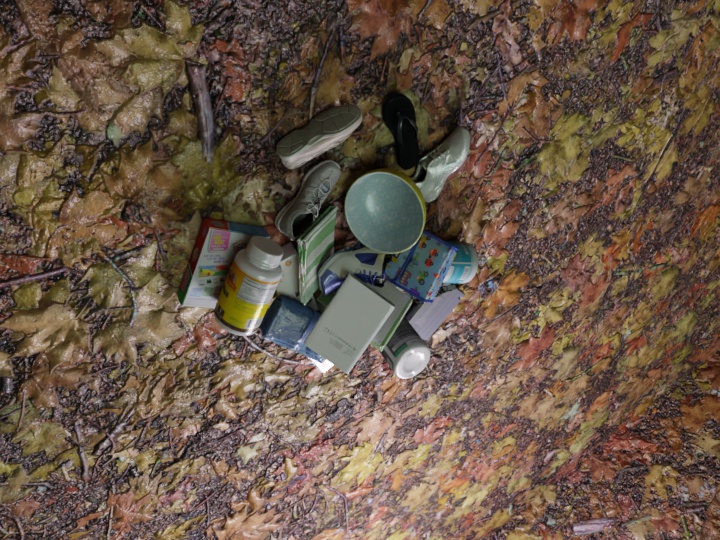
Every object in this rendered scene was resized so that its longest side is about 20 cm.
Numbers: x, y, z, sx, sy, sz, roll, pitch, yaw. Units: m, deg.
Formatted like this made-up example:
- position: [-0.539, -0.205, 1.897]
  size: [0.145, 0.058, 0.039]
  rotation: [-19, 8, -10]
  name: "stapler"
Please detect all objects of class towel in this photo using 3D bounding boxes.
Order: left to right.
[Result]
- position: [-0.139, 0.142, 1.623]
  size: [0.197, 0.049, 0.113]
  rotation: [29, 99, -30]
  name: "towel"
- position: [-0.097, -0.036, 1.564]
  size: [0.153, 0.023, 0.203]
  rotation: [-51, 155, -40]
  name: "towel"

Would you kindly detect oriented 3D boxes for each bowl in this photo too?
- position: [0.070, -0.154, 1.574]
  size: [0.108, 0.195, 0.204]
  rotation: [-54, 159, -53]
  name: "bowl"

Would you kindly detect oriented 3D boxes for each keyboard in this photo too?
- position: [0.162, 0.073, 1.818]
  size: [0.194, 0.104, 0.041]
  rotation: [-11, 87, -13]
  name: "keyboard"

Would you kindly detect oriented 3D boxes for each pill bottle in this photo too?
- position: [-0.238, 0.032, 1.464]
  size: [0.107, 0.110, 0.203]
  rotation: [9, 118, -38]
  name: "pill bottle"
- position: [0.092, 0.180, 1.801]
  size: [0.111, 0.201, 0.115]
  rotation: [-18, 133, -20]
  name: "pill bottle"
- position: [0.209, -0.024, 1.787]
  size: [0.196, 0.111, 0.113]
  rotation: [2, 123, -35]
  name: "pill bottle"

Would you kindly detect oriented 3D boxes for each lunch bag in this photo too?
- position: [0.120, -0.035, 1.673]
  size: [0.153, 0.197, 0.094]
  rotation: [-63, 163, 6]
  name: "lunch bag"

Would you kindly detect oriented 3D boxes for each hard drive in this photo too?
- position: [-0.027, 0.126, 1.584]
  size: [0.130, 0.027, 0.202]
  rotation: [34, 104, -6]
  name: "hard drive"

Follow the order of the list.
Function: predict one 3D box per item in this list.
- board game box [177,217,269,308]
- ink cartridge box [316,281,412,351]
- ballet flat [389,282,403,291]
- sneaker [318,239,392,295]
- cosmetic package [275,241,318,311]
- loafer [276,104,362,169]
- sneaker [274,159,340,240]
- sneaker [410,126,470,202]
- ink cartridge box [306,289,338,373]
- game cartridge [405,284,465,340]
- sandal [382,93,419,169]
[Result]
- position: [-0.303, -0.009, 1.496]
  size: [0.150, 0.040, 0.203]
  rotation: [7, 119, -38]
  name: "board game box"
- position: [0.010, 0.079, 1.654]
  size: [0.147, 0.198, 0.048]
  rotation: [-54, 171, -20]
  name: "ink cartridge box"
- position: [0.067, 0.026, 1.760]
  size: [0.196, 0.067, 0.069]
  rotation: [0, 124, -34]
  name: "ballet flat"
- position: [0.001, 0.000, 1.602]
  size: [0.198, 0.115, 0.081]
  rotation: [-36, 151, -18]
  name: "sneaker"
- position: [-0.166, 0.035, 1.618]
  size: [0.081, 0.051, 0.203]
  rotation: [-29, 135, -12]
  name: "cosmetic package"
- position: [-0.083, -0.281, 1.425]
  size: [0.197, 0.073, 0.063]
  rotation: [-28, 152, -4]
  name: "loafer"
- position: [-0.104, -0.149, 1.493]
  size: [0.074, 0.082, 0.201]
  rotation: [26, 107, -44]
  name: "sneaker"
- position: [0.189, -0.259, 1.619]
  size: [0.079, 0.071, 0.202]
  rotation: [20, 111, -39]
  name: "sneaker"
- position: [-0.067, 0.145, 1.746]
  size: [0.199, 0.084, 0.146]
  rotation: [-39, 134, -2]
  name: "ink cartridge box"
- position: [0.201, 0.115, 1.948]
  size: [0.129, 0.039, 0.201]
  rotation: [31, 102, -41]
  name: "game cartridge"
- position: [0.104, -0.314, 1.535]
  size: [0.075, 0.043, 0.202]
  rotation: [-33, 136, -8]
  name: "sandal"
